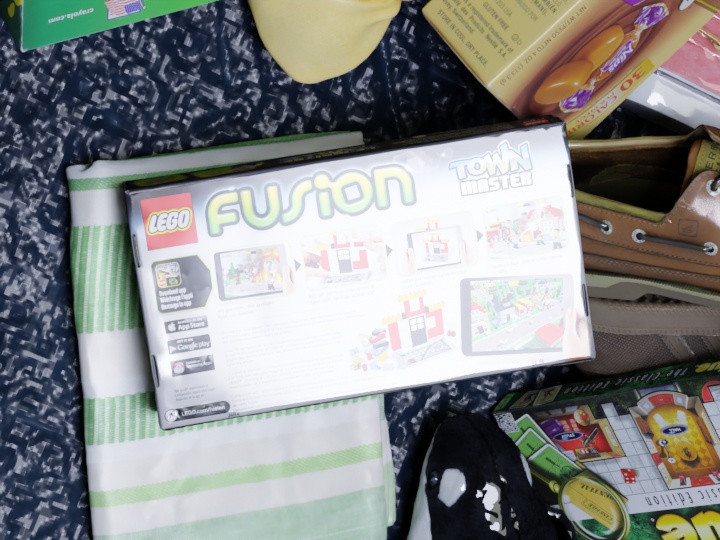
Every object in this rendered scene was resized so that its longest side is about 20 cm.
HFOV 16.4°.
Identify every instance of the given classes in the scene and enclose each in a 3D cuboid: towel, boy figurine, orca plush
[{"bbox_3d":[-0.059,0.042,1.155,0.152,0.023,0.201,-8,100,-22],"label":"towel"},{"bbox_3d":[0.032,-0.167,1.132,0.200,0.124,0.064,-40,104,14],"label":"boy figurine"},{"bbox_3d":[0.062,0.173,1.184,0.105,0.071,0.201,7,99,-22],"label":"orca plush"}]

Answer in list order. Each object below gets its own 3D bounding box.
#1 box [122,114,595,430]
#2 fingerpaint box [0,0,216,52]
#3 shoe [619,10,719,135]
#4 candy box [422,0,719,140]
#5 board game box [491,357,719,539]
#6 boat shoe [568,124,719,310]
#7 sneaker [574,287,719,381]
[{"bbox_3d":[0.000,0.000,1.114,0.199,0.035,0.111,-9,100,-5],"label":"box"},{"bbox_3d":[-0.081,-0.193,1.046,0.199,0.167,0.074,-18,146,-22],"label":"fingerpaint box"},{"bbox_3d":[0.216,-0.092,1.239,0.199,0.071,0.091,24,89,-20],"label":"shoe"},{"bbox_3d":[0.133,-0.151,1.140,0.200,0.057,0.117,-42,155,7],"label":"candy box"},{"bbox_3d":[0.162,0.092,1.168,0.023,0.199,0.105,-46,113,-42],"label":"board game box"},{"bbox_3d":[0.162,-0.027,1.135,0.072,0.199,0.068,-71,151,-45],"label":"boat shoe"},{"bbox_3d":[0.192,0.035,1.179,0.071,0.199,0.076,-57,147,-40],"label":"sneaker"}]
